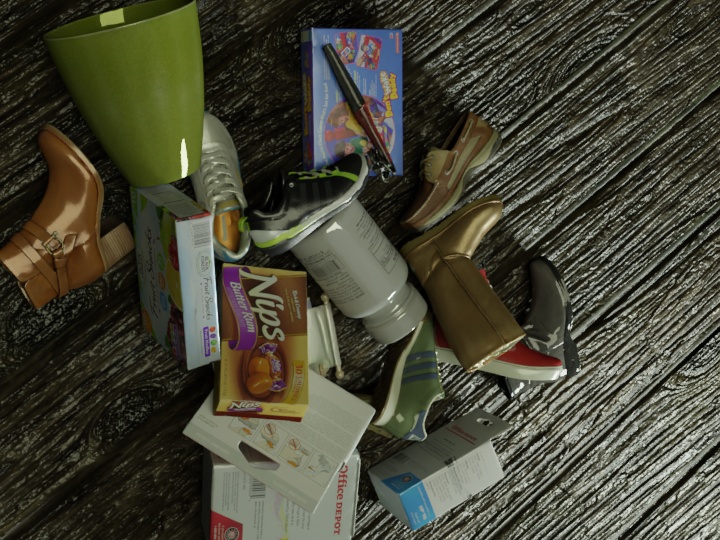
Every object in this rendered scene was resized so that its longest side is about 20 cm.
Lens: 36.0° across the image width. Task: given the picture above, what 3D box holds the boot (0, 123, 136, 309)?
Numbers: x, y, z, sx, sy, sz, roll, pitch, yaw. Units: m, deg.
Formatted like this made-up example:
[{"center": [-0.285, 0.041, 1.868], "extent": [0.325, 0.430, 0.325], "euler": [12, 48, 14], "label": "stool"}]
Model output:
[{"center": [-0.388, -0.064, 1.372], "extent": [0.155, 0.077, 0.201], "euler": [-35, 122, -20], "label": "boot"}]

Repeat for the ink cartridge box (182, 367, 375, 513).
[{"center": [-0.105, 0.201, 1.440], "extent": [0.200, 0.044, 0.174], "euler": [31, 57, 3], "label": "ink cartridge box"}]

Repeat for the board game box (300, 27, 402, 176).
[{"center": [-0.011, -0.229, 1.521], "extent": [0.134, 0.045, 0.201], "euler": [-4, 99, -22], "label": "board game box"}]

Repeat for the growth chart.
[{"center": [-0.120, 0.093, 1.531], "extent": [0.199, 0.018, 0.145], "euler": [-7, 95, -22], "label": "growth chart"}]

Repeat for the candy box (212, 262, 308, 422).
[{"center": [-0.128, 0.092, 1.441], "extent": [0.116, 0.057, 0.201], "euler": [7, 58, -14], "label": "candy box"}]

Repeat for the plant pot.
[{"center": [-0.266, -0.211, 1.355], "extent": [0.186, 0.187, 0.201], "euler": [-21, 113, -19], "label": "plant pot"}]

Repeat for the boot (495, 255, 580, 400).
[{"center": [0.251, 0.088, 1.666], "extent": [0.131, 0.070, 0.201], "euler": [-16, 98, -13], "label": "boot"}]

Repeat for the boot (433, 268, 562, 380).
[{"center": [0.204, 0.077, 1.607], "extent": [0.199, 0.072, 0.145], "euler": [13, 90, 7], "label": "boot"}]

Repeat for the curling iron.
[{"center": [0.001, -0.211, 1.481], "extent": [0.025, 0.050, 0.201], "euler": [-21, 99, 15], "label": "curling iron"}]

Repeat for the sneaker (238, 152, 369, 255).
[{"center": [-0.072, -0.103, 1.438], "extent": [0.200, 0.072, 0.083], "euler": [-43, 119, -20], "label": "sneaker"}]

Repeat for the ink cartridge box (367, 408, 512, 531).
[{"center": [0.125, 0.285, 1.611], "extent": [0.199, 0.116, 0.067], "euler": [-27, 106, -17], "label": "ink cartridge box"}]

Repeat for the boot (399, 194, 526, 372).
[{"center": [0.171, 0.016, 1.561], "extent": [0.175, 0.066, 0.200], "euler": [-33, 70, 3], "label": "boot"}]

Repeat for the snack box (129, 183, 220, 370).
[{"center": [-0.231, 0.003, 1.382], "extent": [0.053, 0.142, 0.201], "euler": [-14, 118, -29], "label": "snack box"}]

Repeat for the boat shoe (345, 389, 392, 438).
[{"center": [-0.036, 0.199, 1.558], "extent": [0.200, 0.073, 0.063], "euler": [8, 89, -31], "label": "boat shoe"}]

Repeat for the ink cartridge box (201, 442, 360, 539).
[{"center": [-0.110, 0.297, 1.504], "extent": [0.199, 0.083, 0.146], "euler": [-2, 113, -16], "label": "ink cartridge box"}]

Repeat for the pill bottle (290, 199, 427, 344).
[{"center": [0.000, 0.000, 1.520], "extent": [0.114, 0.114, 0.200], "euler": [-43, 111, -12], "label": "pill bottle"}]

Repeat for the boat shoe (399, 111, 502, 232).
[{"center": [0.116, -0.143, 1.577], "extent": [0.074, 0.076, 0.200], "euler": [44, 72, -16], "label": "boat shoe"}]

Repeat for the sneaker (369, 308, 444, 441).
[{"center": [0.081, 0.152, 1.568], "extent": [0.090, 0.067, 0.201], "euler": [33, 55, -15], "label": "sneaker"}]

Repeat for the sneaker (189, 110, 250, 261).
[{"center": [-0.183, -0.110, 1.447], "extent": [0.076, 0.081, 0.201], "euler": [-17, 102, -18], "label": "sneaker"}]
